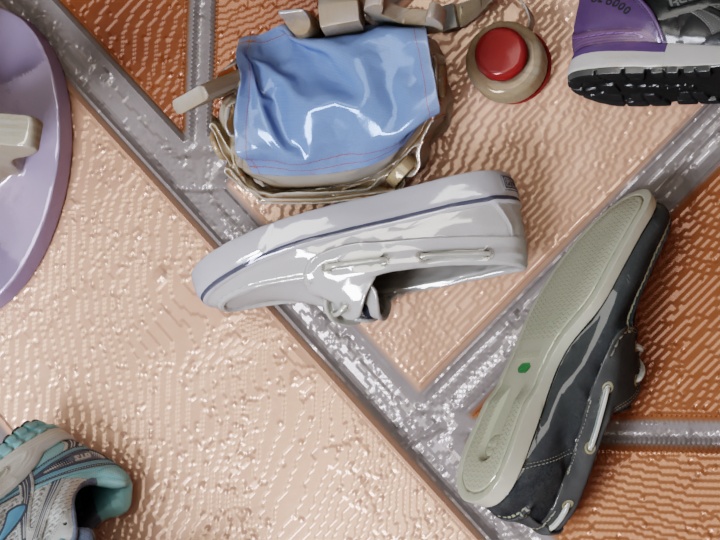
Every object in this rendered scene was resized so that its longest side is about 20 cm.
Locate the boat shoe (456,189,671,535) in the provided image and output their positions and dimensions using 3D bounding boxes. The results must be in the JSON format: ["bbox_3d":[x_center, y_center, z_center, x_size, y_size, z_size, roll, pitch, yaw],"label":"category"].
[{"bbox_3d":[0.125,0.050,0.988,0.067,0.072,0.201,28,83,-18],"label":"boat shoe"}]

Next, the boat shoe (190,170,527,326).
[{"bbox_3d":[0.000,0.000,1.023,0.199,0.072,0.066,-14,74,6],"label":"boat shoe"}]

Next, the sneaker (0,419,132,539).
[{"bbox_3d":[-0.197,0.163,1.004,0.086,0.200,0.078,18,131,13],"label":"sneaker"}]

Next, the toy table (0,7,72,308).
[{"bbox_3d":[-0.259,-0.076,1.084,0.183,0.117,0.201,-6,80,16],"label":"toy table"}]

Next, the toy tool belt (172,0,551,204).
[{"bbox_3d":[0.003,-0.107,1.005,0.199,0.123,0.125,-14,79,14],"label":"toy tool belt"}]

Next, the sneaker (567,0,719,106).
[{"bbox_3d":[0.215,-0.141,0.975,0.199,0.076,0.088,4,78,17],"label":"sneaker"}]
